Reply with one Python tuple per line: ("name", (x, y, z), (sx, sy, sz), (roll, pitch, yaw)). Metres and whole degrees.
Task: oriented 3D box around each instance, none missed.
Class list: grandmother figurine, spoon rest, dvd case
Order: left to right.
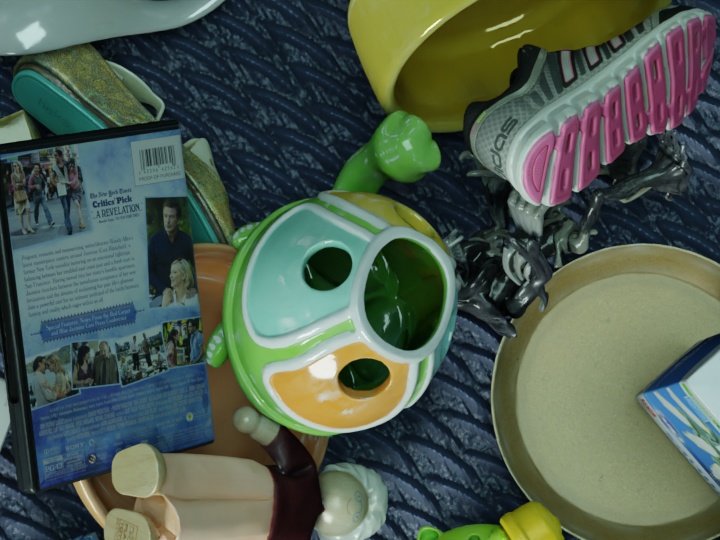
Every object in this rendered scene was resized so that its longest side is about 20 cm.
("dvd case", (-0.153, 0.018, 1.272), (0.142, 0.018, 0.201), (-12, 100, -44))
("spoon rest", (-0.165, -0.177, 1.404), (0.199, 0.099, 0.061), (-18, 123, -9))
("grandmother figurine", (-0.062, 0.146, 1.322), (0.060, 0.200, 0.122), (24, 105, 44))

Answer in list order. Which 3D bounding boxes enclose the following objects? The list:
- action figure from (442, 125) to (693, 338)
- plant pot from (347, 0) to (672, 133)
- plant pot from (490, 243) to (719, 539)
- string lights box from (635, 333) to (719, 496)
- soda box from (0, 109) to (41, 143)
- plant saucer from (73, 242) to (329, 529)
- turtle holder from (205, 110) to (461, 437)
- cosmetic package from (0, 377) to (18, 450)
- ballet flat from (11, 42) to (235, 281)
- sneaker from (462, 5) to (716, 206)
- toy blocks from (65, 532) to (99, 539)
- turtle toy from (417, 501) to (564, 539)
("action figure", (0.105, -0.036, 1.377), (0.200, 0.119, 0.102), (-34, 127, -9))
("plant pot", (0.071, -0.218, 1.362), (0.200, 0.201, 0.189), (-21, 69, -3))
("plant pot", (0.183, 0.083, 1.409), (0.199, 0.027, 0.201), (0, 84, -2))
("string lights box", (0.232, 0.091, 1.296), (0.059, 0.200, 0.103), (-40, 86, -5))
("soda box", (-0.204, 0.004, 1.391), (0.068, 0.064, 0.201), (-23, 86, -3))
("plant saucer", (-0.105, 0.083, 1.356), (0.200, 0.037, 0.201), (-2, 93, -38))
("turtle holder", (0.005, 0.010, 1.320), (0.141, 0.132, 0.186), (51, 60, -13))
("cosmetic package", (-0.292, 0.076, 1.304), (0.107, 0.200, 0.085), (23, 84, -27))
("ballet flat", (-0.137, -0.078, 1.405), (0.200, 0.071, 0.071), (43, 85, 1))
("sneaker", (0.138, -0.113, 1.327), (0.087, 0.074, 0.200), (27, 50, 37))
("toy blocks", (-0.173, 0.229, 1.332), (0.199, 0.100, 0.137), (-17, 100, 23))
("turtle toy", (0.092, 0.245, 1.354), (0.145, 0.101, 0.200), (-32, 86, -2))
